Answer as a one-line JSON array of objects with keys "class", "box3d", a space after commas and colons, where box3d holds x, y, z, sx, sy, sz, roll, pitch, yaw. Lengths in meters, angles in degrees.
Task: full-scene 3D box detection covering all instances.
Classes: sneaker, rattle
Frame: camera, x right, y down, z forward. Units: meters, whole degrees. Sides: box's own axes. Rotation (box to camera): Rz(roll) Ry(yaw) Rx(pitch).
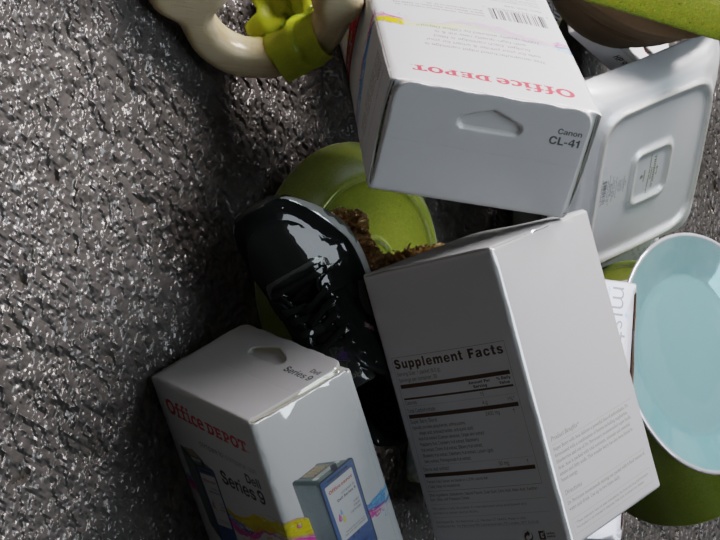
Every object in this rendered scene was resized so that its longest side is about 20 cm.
[{"class": "sneaker", "box3d": [-0.015, 0.037, 1.027, 0.201, 0.075, 0.088, 52, 14, -28]}, {"class": "rattle", "box3d": [-0.098, -0.232, 1.056, 0.198, 0.130, 0.145, 17, 61, -26]}]

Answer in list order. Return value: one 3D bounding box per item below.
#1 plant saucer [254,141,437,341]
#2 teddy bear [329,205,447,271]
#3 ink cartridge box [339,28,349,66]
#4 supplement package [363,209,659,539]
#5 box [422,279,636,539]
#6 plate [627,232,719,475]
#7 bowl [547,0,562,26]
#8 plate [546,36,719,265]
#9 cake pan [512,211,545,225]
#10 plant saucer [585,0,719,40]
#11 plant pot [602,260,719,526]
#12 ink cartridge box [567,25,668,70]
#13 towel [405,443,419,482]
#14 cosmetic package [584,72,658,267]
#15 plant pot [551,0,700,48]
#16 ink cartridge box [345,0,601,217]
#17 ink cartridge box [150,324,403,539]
[{"class": "plant saucer", "box3d": [0.000, 0.000, 1.185, 0.198, 0.031, 0.203, -7, 99, -45]}, {"class": "teddy bear", "box3d": [0.025, 0.034, 1.120, 0.198, 0.067, 0.146, 18, 114, -16]}, {"class": "ink cartridge box", "box3d": [0.067, -0.172, 1.220, 0.084, 0.143, 0.202, -41, 122, -46]}, {"class": "supplement package", "box3d": [0.104, 0.076, 1.023, 0.121, 0.119, 0.203, -19, 95, -47]}, {"class": "box", "box3d": [0.137, 0.108, 1.210, 0.095, 0.176, 0.203, 7, 86, -23]}, {"class": "plate", "box3d": [0.279, 0.069, 1.244, 0.198, 0.025, 0.203, 9, 74, -35]}, {"class": "bowl", "box3d": [0.102, -0.292, 1.318, 0.200, 0.093, 0.204, 1, 89, -54]}, {"class": "plate", "box3d": [0.241, -0.090, 1.295, 0.198, 0.032, 0.202, -23, 133, -34]}, {"class": "cake pan", "box3d": [0.191, 0.000, 1.441, 0.200, 0.036, 0.203, -13, 90, -70]}, {"class": "plant saucer", "box3d": [0.223, -0.298, 1.228, 0.197, 0.048, 0.202, 12, 53, -18]}, {"class": "plant pot", "box3d": [0.266, 0.092, 1.338, 0.201, 0.185, 0.188, 55, 48, -33]}, {"class": "ink cartridge box", "box3d": [0.259, -0.284, 1.530, 0.115, 0.066, 0.203, 26, 55, -52]}, {"class": "towel", "box3d": [0.111, 0.109, 1.358, 0.199, 0.048, 0.174, 14, 77, -54]}, {"class": "cosmetic package", "box3d": [0.245, -0.093, 1.471, 0.202, 0.080, 0.113, -83, 154, -45]}, {"class": "plant pot", "box3d": [0.229, -0.263, 1.303, 0.198, 0.093, 0.203, 12, 51, -16]}, {"class": "ink cartridge box", "box3d": [0.071, -0.130, 1.045, 0.201, 0.145, 0.087, -97, -163, -56]}, {"class": "ink cartridge box", "box3d": [-0.051, 0.154, 1.029, 0.087, 0.145, 0.203, -27, 114, -29]}]
